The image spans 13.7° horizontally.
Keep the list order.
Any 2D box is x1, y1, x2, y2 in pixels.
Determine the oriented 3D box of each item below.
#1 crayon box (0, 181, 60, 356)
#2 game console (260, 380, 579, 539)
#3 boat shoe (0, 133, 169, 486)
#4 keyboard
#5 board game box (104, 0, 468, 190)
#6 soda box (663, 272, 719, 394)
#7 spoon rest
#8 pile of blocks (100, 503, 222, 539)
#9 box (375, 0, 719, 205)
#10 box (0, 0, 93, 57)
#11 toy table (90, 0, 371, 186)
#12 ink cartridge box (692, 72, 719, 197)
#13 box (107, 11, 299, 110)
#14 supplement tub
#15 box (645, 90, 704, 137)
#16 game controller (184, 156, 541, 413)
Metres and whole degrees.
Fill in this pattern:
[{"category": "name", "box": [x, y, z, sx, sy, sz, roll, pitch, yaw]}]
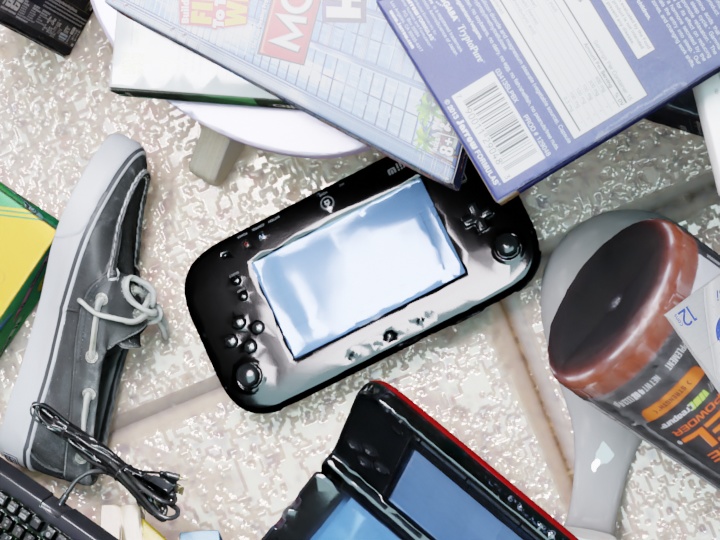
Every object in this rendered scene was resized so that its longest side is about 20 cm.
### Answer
[{"category": "crayon box", "box": [-0.268, 0.027, 1.731, 0.119, 0.058, 0.200, 34, 92, 8]}, {"category": "game console", "box": [0.036, 0.185, 1.653, 0.200, 0.172, 0.119, 39, 67, 8]}, {"category": "boat shoe", "box": [-0.146, 0.024, 1.705, 0.068, 0.074, 0.200, 19, 90, 13]}, {"category": "keyboard", "box": [-0.175, 0.139, 1.664, 0.200, 0.021, 0.127, 33, 92, 13]}, {"category": "board game box", "box": [-0.021, -0.162, 1.553, 0.200, 0.062, 0.200, 14, 89, 6]}, {"category": "soda box", "box": [0.243, 0.003, 1.554, 0.068, 0.200, 0.063, -40, 82, 38]}, {"category": "spoon rest", "box": [0.141, 0.062, 1.678, 0.099, 0.061, 0.200, 10, 75, 8]}, {"category": "pile of blocks", "box": [-0.068, 0.202, 1.684, 0.082, 0.062, 0.200, -41, 75, -10]}, {"category": "box", "box": [0.123, -0.135, 1.491, 0.200, 0.032, 0.121, -31, 85, 5]}, {"category": "box", "box": [-0.163, -0.207, 1.656, 0.049, 0.200, 0.161, 30, 92, 7]}, {"category": "toy table", "box": [-0.051, -0.136, 1.679, 0.200, 0.117, 0.184, 43, 93, 8]}, {"category": "ink cartridge box", "box": [0.232, -0.147, 1.536, 0.146, 0.084, 0.200, -13, 85, 8]}, {"category": "box", "box": [-0.030, -0.158, 1.603, 0.200, 0.036, 0.145, 5, 88, 8]}, {"category": "supplement tub", "box": [0.205, 0.064, 1.609, 0.200, 0.107, 0.107, 33, 92, -21]}, {"category": "box", "box": [0.203, -0.174, 1.642, 0.200, 0.117, 0.197, 17, 90, 8]}, {"category": "game controller", "box": [0.000, 0.000, 1.702, 0.200, 0.042, 0.104, -27, 84, 6]}]
